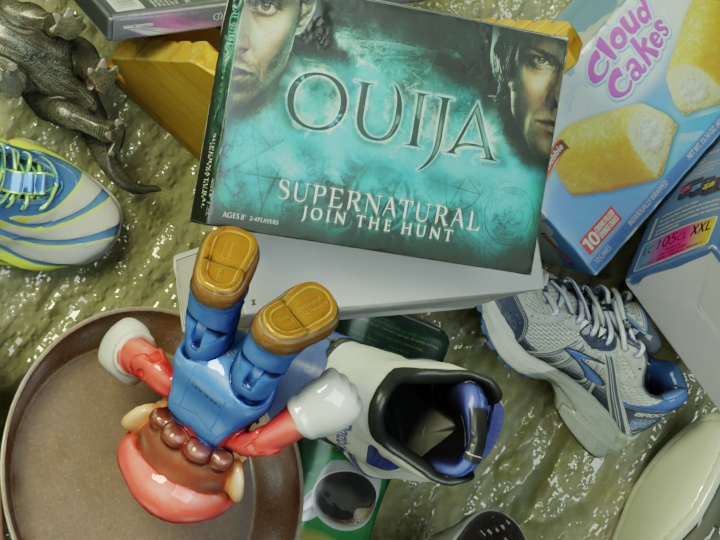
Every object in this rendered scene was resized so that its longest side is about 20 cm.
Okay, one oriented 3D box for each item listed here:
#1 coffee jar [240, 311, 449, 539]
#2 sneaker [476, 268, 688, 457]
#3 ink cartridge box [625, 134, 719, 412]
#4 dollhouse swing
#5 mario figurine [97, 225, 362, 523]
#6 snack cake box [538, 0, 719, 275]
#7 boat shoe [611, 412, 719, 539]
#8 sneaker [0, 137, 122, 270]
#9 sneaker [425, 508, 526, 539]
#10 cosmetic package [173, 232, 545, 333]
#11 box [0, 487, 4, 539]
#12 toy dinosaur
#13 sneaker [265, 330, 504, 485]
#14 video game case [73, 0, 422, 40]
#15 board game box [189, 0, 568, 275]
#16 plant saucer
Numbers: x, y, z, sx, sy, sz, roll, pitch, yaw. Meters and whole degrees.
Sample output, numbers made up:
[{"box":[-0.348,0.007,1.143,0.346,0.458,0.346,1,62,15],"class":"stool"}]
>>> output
[{"box":[-0.026,0.112,1.668,0.104,0.085,0.201,23,86,-38],"class":"coffee jar"},{"box":[0.141,0.035,1.718,0.085,0.077,0.200,-24,135,23],"class":"sneaker"},{"box":[0.258,-0.018,1.762,0.137,0.076,0.200,52,38,-22],"class":"ink cartridge box"},{"box":[-0.007,-0.129,1.583,0.182,0.200,0.176,43,77,-23],"class":"dollhouse swing"},{"box":[-0.072,0.055,1.482,0.106,0.200,0.124,-7,57,-28],"class":"mario figurine"},{"box":[0.163,-0.110,1.742,0.200,0.067,0.115,-48,114,-13],"class":"snack cake box"},{"box":[0.203,0.191,1.799,0.060,0.072,0.202,30,90,-27],"class":"boat shoe"},{"box":[-0.216,-0.044,1.547,0.200,0.105,0.076,17,90,-26],"class":"sneaker"},{"box":[0.019,0.226,1.652,0.200,0.085,0.073,-39,95,-33],"class":"sneaker"},{"box":[0.000,0.000,1.574,0.199,0.082,0.051,-4,86,-31],"class":"cosmetic package"},{"box":[-0.276,0.117,1.537,0.127,0.109,0.201,-7,99,-24],"class":"box"},{"box":[-0.181,-0.117,1.566,0.200,0.102,0.077,30,94,-35],"class":"toy dinosaur"},{"box":[0.039,0.092,1.572,0.199,0.115,0.081,22,87,-55],"class":"sneaker"},{"box":[-0.078,-0.180,1.577,0.199,0.143,0.019,-9,123,-25],"class":"video game case"},{"box":[0.013,-0.078,1.471,0.199,0.028,0.136,8,92,-27],"class":"board game box"},{"box":[-0.124,0.122,1.562,0.200,0.034,0.201,9,74,-34],"class":"plant saucer"}]
